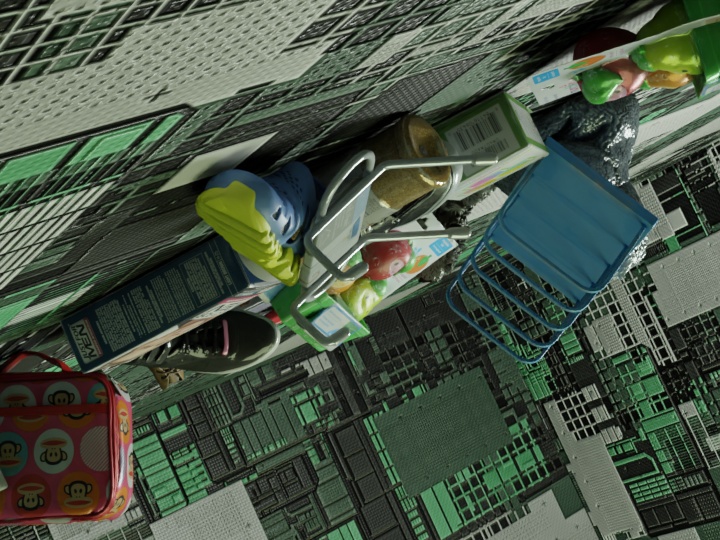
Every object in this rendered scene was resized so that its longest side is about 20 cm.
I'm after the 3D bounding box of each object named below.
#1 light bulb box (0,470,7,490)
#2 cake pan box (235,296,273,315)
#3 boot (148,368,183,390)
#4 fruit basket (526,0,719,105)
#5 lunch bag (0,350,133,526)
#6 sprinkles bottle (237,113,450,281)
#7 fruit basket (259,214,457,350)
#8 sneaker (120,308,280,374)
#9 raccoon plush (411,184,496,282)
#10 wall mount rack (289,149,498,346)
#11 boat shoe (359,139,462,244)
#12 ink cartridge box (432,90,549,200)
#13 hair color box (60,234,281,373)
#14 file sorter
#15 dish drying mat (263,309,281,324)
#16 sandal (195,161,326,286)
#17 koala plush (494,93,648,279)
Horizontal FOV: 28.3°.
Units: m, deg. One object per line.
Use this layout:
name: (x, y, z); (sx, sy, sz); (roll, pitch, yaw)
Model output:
light bulb box: (-0.457, 0.190, 1.319); (0.197, 0.126, 0.200); (-25, 174, -3)
cake pan box: (-0.066, -0.001, 1.741); (0.199, 0.053, 0.184); (-26, 177, 7)
boot: (-0.244, 0.106, 1.824); (0.073, 0.076, 0.200); (-22, 174, -13)
fruit basket: (0.243, -0.175, 1.208); (0.199, 0.094, 0.185); (-23, 176, 9)
lunch bag: (-0.332, 0.170, 1.462); (0.198, 0.178, 0.082); (-4, 170, 8)
sprinkles bottle: (-0.019, -0.060, 1.227); (0.199, 0.069, 0.068); (-29, 174, 31)
fruit basket: (0.000, 0.000, 1.566); (0.199, 0.094, 0.185); (-30, 149, 9)
sneaker: (-0.188, 0.075, 1.518); (0.198, 0.071, 0.099); (0, 177, 5)
raccoon plush: (0.114, -0.063, 1.767); (0.199, 0.097, 0.134); (-31, -171, 26)
wall mount rack: (0.021, -0.030, 1.154); (0.174, 0.074, 0.200); (-43, 165, -26)
boat shoe: (0.002, -0.058, 1.295); (0.199, 0.072, 0.068); (-20, -163, 33)
ink cartridge box: (0.120, -0.116, 1.387); (0.103, 0.060, 0.200); (-27, 175, 13)
hair color box: (-0.182, 0.029, 1.398); (0.199, 0.061, 0.100); (-26, 175, 18)
file sorter: (0.189, -0.011, 1.493); (0.123, 0.138, 0.200); (-49, 174, -28)
dish drying mat: (-0.031, 0.017, 1.720); (0.199, 0.018, 0.077); (-29, 174, 26)
sandal: (-0.070, -0.051, 1.116); (0.087, 0.079, 0.200); (-55, 172, -4)
koala plush: (0.260, -0.085, 1.606); (0.183, 0.201, 0.177); (-26, 175, 15)
